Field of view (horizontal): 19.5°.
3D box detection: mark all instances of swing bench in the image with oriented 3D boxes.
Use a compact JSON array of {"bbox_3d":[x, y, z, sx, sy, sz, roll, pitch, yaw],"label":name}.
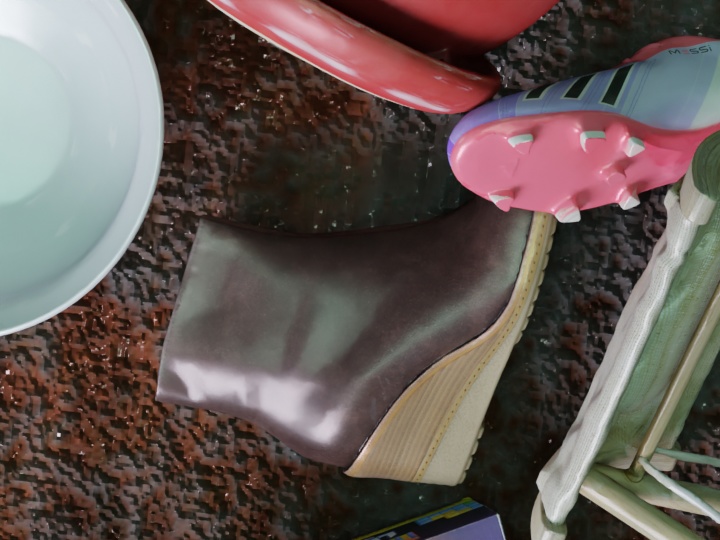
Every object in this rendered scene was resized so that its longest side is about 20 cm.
[{"bbox_3d":[0.206,0.055,0.964,0.199,0.130,0.199,23,120,3],"label":"swing bench"}]

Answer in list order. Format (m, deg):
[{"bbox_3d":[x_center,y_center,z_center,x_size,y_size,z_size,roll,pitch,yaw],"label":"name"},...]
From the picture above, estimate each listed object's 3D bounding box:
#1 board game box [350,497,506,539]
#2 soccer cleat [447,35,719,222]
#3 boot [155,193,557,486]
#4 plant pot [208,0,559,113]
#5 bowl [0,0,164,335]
[{"bbox_3d":[0.014,0.235,1.037,0.165,0.057,0.201,-18,96,-11],"label":"board game box"},{"bbox_3d":[0.128,-0.074,0.982,0.199,0.077,0.067,-8,141,-18],"label":"soccer cleat"},{"bbox_3d":[0.000,0.000,1.021,0.166,0.072,0.201,19,101,-2],"label":"boot"},{"bbox_3d":[0.022,-0.180,0.939,0.200,0.200,0.183,28,102,-1],"label":"plant pot"},{"bbox_3d":[-0.188,-0.072,1.013,0.200,0.090,0.202,0,97,2],"label":"bowl"}]
